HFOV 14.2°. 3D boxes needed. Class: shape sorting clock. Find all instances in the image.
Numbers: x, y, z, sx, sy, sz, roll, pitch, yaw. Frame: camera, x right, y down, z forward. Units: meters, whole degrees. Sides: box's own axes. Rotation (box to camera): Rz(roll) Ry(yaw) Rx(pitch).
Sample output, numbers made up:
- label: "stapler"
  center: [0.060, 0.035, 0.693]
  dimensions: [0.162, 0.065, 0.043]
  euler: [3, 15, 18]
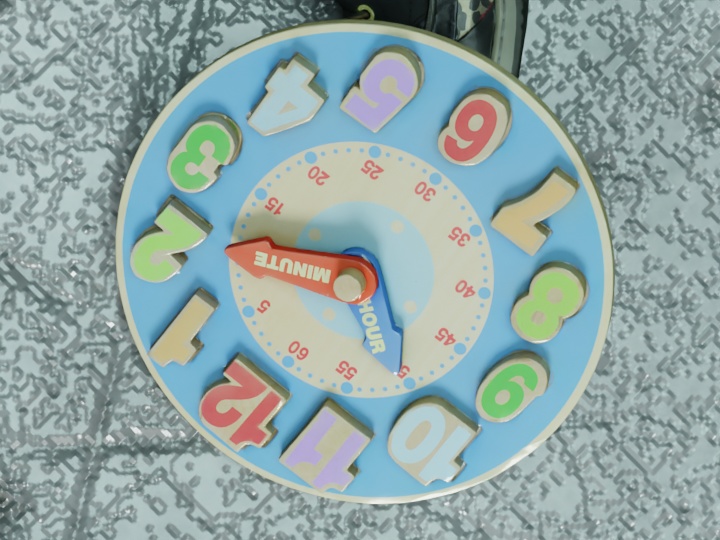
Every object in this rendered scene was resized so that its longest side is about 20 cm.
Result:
- label: "shape sorting clock"
  center: [0.000, 0.000, 1.139]
  dimensions: [0.200, 0.039, 0.200]
  euler: [5, 113, 12]

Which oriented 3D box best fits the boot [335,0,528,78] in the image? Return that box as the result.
- label: "boot"
  center: [-0.010, -0.114, 1.161]
  dimensions: [0.153, 0.073, 0.204]
  euler: [6, 96, -2]
